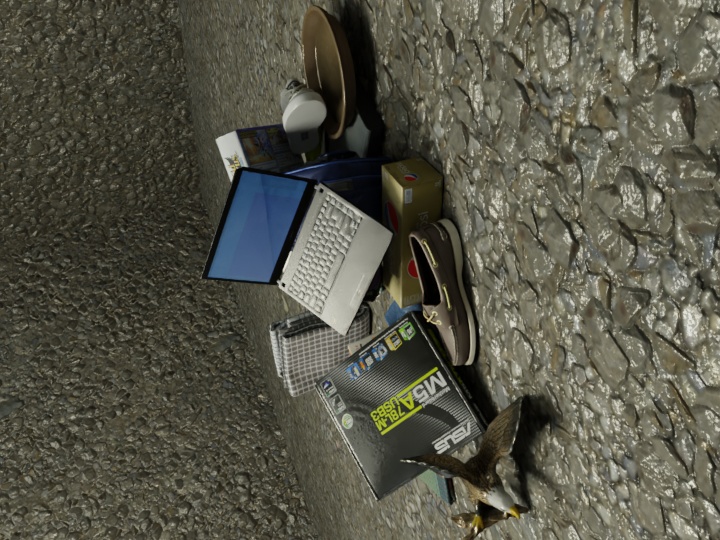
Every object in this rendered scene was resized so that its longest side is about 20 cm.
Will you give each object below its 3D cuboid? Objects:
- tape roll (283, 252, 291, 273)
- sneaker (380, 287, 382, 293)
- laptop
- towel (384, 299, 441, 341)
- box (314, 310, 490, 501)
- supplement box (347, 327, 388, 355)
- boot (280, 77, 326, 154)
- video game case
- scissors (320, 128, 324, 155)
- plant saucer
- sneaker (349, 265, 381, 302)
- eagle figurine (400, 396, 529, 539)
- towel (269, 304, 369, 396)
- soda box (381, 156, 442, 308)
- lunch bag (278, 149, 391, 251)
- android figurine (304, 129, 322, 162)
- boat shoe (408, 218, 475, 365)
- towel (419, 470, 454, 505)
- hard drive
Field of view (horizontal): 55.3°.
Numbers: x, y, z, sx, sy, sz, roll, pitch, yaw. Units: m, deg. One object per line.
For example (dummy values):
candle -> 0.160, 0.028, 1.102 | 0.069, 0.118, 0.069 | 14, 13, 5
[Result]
tape roll -> -0.076, -0.054, 1.145 | 0.202, 0.036, 0.208 | -2, -90, -69
sneaker -> -0.032, -0.030, 1.269 | 0.079, 0.085, 0.202 | 88, 160, -46
laptop -> -0.085, -0.019, 0.908 | 0.198, 0.103, 0.179 | 35, 121, 15
towel -> 0.098, 0.131, 1.059 | 0.112, 0.048, 0.203 | 116, 137, -63
box -> 0.056, 0.193, 0.985 | 0.195, 0.199, 0.047 | 60, -159, 17
supplement box -> 0.040, 0.174, 1.132 | 0.200, 0.072, 0.128 | 68, 180, -78
boot -> -0.103, -0.267, 1.109 | 0.200, 0.072, 0.098 | 126, 127, -76
video game case -> -0.144, -0.146, 1.145 | 0.200, 0.045, 0.185 | -35, -72, -65
scissors -> -0.067, -0.131, 1.101 | 0.014, 0.073, 0.205 | -3, 91, 32
plant saucer -> -0.050, -0.312, 1.086 | 0.200, 0.029, 0.205 | 165, 91, -74
sneaker -> 0.000, 0.000, 1.035 | 0.200, 0.074, 0.090 | -58, -37, -81
eagle figurine -> 0.147, 0.249, 0.856 | 0.148, 0.152, 0.203 | 0, 127, 35
towel -> -0.075, 0.151, 1.374 | 0.086, 0.196, 0.168 | -124, 24, -43
soda box -> 0.071, -0.051, 0.971 | 0.068, 0.063, 0.203 | -126, 28, -49
lunch bag -> -0.026, -0.111, 1.027 | 0.133, 0.199, 0.136 | -4, 99, 28
android figurine -> -0.083, -0.222, 1.299 | 0.182, 0.040, 0.205 | -97, -5, -83
boat shoe -> 0.109, 0.036, 0.925 | 0.072, 0.058, 0.205 | -158, 55, -66
towel -> 0.107, 0.312, 1.231 | 0.199, 0.021, 0.150 | -162, 58, -68
hard drive -> -0.012, -0.212, 1.151 | 0.202, 0.032, 0.141 | 101, 150, -55
